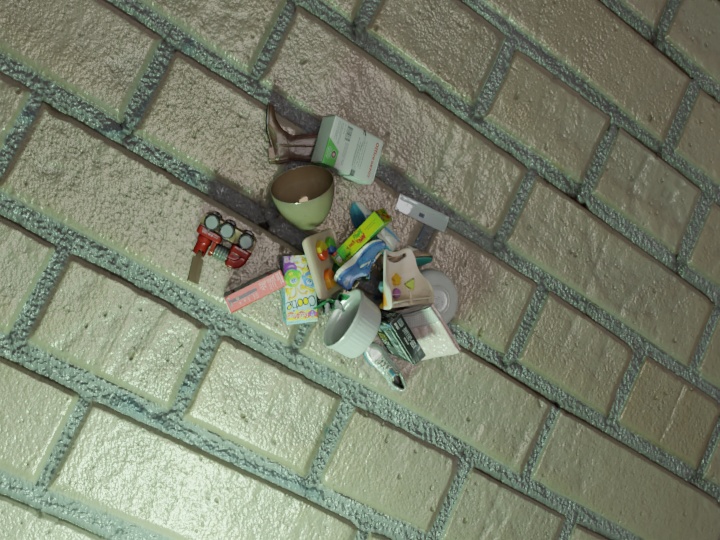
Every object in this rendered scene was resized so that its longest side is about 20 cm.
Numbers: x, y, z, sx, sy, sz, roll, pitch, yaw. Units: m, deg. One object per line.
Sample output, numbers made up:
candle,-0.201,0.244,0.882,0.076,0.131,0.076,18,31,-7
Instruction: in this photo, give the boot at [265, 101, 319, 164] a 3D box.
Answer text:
boot,-0.195,-0.426,1.707,0.193,0.064,0.193,-6,106,-12

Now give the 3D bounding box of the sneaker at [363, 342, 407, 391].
sneaker,0.090,0.317,1.796,0.075,0.087,0.201,-44,100,-8

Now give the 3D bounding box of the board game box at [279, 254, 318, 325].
board game box,-0.192,0.055,1.702,0.099,0.105,0.208,-4,93,-14

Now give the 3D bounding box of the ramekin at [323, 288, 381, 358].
ramekin,-0.022,0.170,1.707,0.096,0.200,0.204,33,84,-20

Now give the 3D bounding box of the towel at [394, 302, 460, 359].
towel,0.200,0.204,1.767,0.194,0.197,0.032,58,45,-15

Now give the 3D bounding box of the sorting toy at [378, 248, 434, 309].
sorting toy,0.125,0.022,1.731,0.195,0.105,0.187,-3,86,-40

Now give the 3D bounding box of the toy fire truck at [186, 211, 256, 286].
toy fire truck,-0.425,-0.048,1.637,0.173,0.129,0.204,28,96,-14

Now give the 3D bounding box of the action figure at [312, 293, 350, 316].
action figure,-0.087,0.108,1.684,0.114,0.200,0.057,-13,87,-4

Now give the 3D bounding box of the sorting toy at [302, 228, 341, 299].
sorting toy,-0.098,-0.025,1.695,0.035,0.199,0.191,-13,97,25

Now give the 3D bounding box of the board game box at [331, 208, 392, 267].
board game box,0.004,-0.101,1.694,0.048,0.101,0.200,46,111,4

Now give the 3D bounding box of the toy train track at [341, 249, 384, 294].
toy train track,0.000,0.000,1.742,0.032,0.115,0.201,41,87,-7

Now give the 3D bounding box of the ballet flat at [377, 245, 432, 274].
ballet flat,0.145,-0.044,1.814,0.194,0.069,0.069,-13,67,-16

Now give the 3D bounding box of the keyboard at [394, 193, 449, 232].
keyboard,0.209,-0.193,1.853,0.195,0.011,0.058,23,91,-14

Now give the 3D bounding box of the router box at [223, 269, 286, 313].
router box,-0.314,0.057,1.619,0.175,0.200,0.050,-27,97,-12

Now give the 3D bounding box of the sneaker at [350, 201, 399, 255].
sneaker,0.044,-0.145,1.783,0.201,0.076,0.081,49,55,-6

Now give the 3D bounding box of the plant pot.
plant pot,-0.165,-0.208,1.675,0.195,0.202,0.137,-22,132,-13

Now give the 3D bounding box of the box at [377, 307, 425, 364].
box,0.109,0.202,1.733,0.049,0.199,0.160,-35,105,-16

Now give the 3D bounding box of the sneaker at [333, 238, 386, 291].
sneaker,0.010,-0.013,1.677,0.089,0.079,0.200,45,75,5

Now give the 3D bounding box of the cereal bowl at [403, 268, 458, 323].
cereal bowl,0.242,0.098,1.832,0.193,0.083,0.208,0,91,-16

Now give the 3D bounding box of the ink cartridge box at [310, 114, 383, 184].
ink cartridge box,-0.040,-0.371,1.711,0.196,0.083,0.151,19,87,-36
